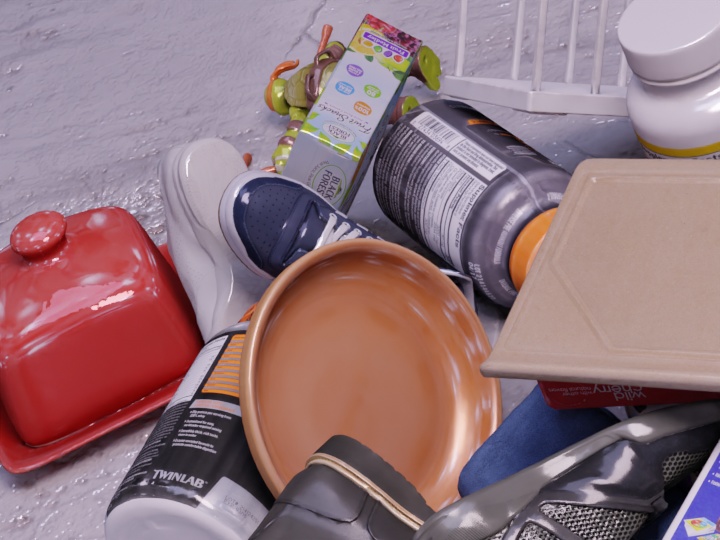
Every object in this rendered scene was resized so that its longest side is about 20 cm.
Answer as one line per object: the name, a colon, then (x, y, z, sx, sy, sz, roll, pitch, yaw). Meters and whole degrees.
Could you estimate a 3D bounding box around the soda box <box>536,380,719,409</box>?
soda box: (0.200, 0.034, 1.336, 0.198, 0.070, 0.064, -6, 41, 25)

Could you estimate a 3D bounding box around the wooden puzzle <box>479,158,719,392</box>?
wooden puzzle: (0.184, 0.003, 1.300, 0.184, 0.037, 0.201, 2, 43, 31)

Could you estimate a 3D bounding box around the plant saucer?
plant saucer: (0.003, 0.081, 1.421, 0.037, 0.201, 0.200, -16, 27, 53)

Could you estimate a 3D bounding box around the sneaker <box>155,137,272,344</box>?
sneaker: (-0.099, 0.007, 1.596, 0.075, 0.202, 0.088, -16, 5, -33)

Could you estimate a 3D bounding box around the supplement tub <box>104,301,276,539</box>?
supplement tub: (-0.075, 0.119, 1.466, 0.122, 0.123, 0.201, 0, 40, 30)

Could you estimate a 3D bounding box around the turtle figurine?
turtle figurine: (-0.017, -0.154, 1.846, 0.160, 0.065, 0.201, -1, 40, 29)

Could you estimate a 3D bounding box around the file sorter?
file sorter: (0.182, -0.175, 1.596, 0.198, 0.126, 0.139, 2, 9, -24)

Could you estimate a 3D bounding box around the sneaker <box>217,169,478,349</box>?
sneaker: (0.000, 0.000, 1.507, 0.108, 0.200, 0.070, 13, 69, 52)

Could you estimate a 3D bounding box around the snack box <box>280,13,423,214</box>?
snack box: (-0.027, -0.068, 1.633, 0.053, 0.201, 0.143, 25, 46, 0)

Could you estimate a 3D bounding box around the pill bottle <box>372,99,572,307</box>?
pill bottle: (0.097, -0.041, 1.593, 0.106, 0.107, 0.200, -32, 36, -13)

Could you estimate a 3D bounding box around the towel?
towel: (0.139, 0.152, 1.351, 0.112, 0.049, 0.200, -45, 36, 3)

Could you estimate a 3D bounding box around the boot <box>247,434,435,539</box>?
boot: (0.012, 0.205, 1.299, 0.199, 0.078, 0.138, 34, 58, 23)

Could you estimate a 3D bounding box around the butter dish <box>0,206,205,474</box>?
butter dish: (-0.213, 0.021, 1.655, 0.198, 0.149, 0.200, -27, 35, -4)

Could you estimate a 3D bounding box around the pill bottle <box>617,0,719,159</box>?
pill bottle: (0.242, -0.095, 1.490, 0.110, 0.201, 0.112, -18, 37, 15)

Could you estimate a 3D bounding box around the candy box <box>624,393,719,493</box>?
candy box: (0.274, 0.100, 1.332, 0.167, 0.072, 0.200, -30, 35, -7)

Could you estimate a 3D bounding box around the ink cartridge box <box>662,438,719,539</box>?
ink cartridge box: (0.232, 0.128, 1.219, 0.099, 0.039, 0.201, 17, 66, 41)

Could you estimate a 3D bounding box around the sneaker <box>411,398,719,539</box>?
sneaker: (0.139, 0.152, 1.256, 0.198, 0.076, 0.115, -26, 74, -13)
